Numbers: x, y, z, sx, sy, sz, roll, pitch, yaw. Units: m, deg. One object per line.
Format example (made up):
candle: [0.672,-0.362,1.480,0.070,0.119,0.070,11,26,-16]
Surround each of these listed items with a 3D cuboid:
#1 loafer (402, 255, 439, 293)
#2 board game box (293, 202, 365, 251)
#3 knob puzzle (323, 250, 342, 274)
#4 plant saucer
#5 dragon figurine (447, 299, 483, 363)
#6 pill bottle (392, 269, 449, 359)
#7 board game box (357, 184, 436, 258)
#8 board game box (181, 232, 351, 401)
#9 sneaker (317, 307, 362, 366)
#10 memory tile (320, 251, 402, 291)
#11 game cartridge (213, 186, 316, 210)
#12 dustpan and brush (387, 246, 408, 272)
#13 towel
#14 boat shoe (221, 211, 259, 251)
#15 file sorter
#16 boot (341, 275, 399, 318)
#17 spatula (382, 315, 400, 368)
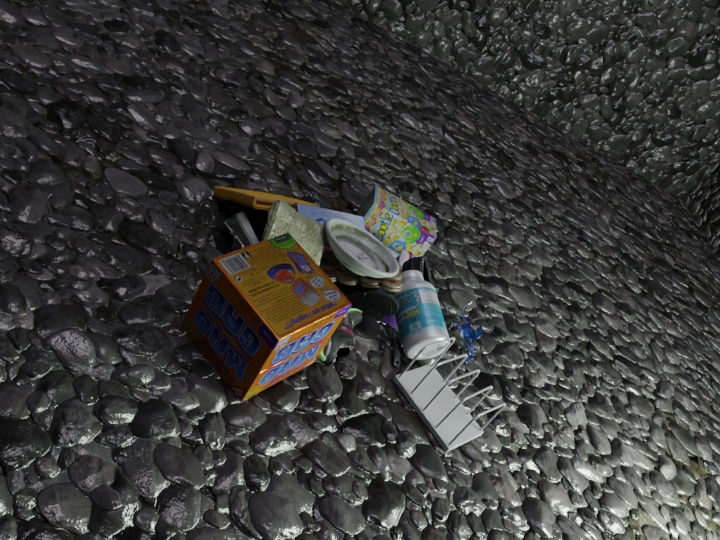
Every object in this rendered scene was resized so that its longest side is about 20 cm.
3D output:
loafer: [0.163,0.061,1.921,0.068,0.070,0.202,-1,72,-60]
board game box: [-0.067,-0.094,1.807,0.199,0.019,0.103,9,61,-39]
knob puzzle: [-0.071,-0.058,1.916,0.219,0.031,0.220,11,44,-11]
plant saucer: [-0.006,-0.040,1.752,0.200,0.050,0.200,32,22,-14]
dragon figurine: [0.271,0.158,1.960,0.099,0.059,0.200,38,33,2]
pill bottle: [0.136,0.101,1.823,0.110,0.111,0.201,11,51,-34]
board game box: [0.098,-0.127,2.116,0.199,0.103,0.105,27,33,-15]
board game box: [-0.182,0.085,1.476,0.200,0.200,0.200,48,41,17]
sneaker: [-0.049,0.147,1.679,0.084,0.077,0.200,54,36,-4]
memory tile: [0.000,0.000,1.797,0.199,0.017,0.153,8,23,0]
game cartridge: [-0.230,-0.166,1.834,0.176,0.033,0.200,4,8,-40]
dustpan and brush: [0.106,-0.005,2.009,0.139,0.057,0.200,30,36,-11]
towel: [-0.146,-0.050,1.670,0.148,0.036,0.201,29,49,-23]
boat shoe: [-0.254,-0.045,1.726,0.063,0.071,0.200,-24,55,-10]
file sorter: [0.201,0.267,1.698,0.138,0.125,0.200,-9,54,-48]
boot: [0.039,0.037,1.832,0.164,0.066,0.200,4,24,20]
spatula: [0.080,0.152,1.823,0.056,0.021,0.200,27,34,-22]
